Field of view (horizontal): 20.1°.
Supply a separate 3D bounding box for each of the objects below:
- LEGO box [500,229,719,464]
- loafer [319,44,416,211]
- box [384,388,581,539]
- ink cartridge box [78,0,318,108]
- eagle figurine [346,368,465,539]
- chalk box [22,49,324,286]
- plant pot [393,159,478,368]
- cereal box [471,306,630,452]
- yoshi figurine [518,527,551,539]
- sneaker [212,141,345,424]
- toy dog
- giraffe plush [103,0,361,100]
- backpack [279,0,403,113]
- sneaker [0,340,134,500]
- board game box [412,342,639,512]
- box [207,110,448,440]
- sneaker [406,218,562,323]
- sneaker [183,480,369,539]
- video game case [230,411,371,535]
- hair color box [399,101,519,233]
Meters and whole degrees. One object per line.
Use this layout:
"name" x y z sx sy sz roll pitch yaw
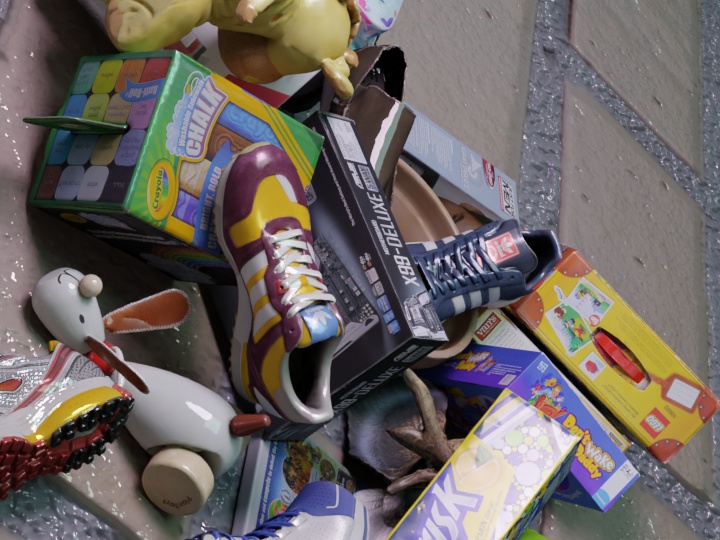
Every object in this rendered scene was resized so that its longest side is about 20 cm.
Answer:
"LEGO box" 0.212 0.066 1.838 0.200 0.077 0.149 45 -2 -14
"loafer" 0.005 -0.115 1.637 0.073 0.071 0.201 33 40 -33
"box" 0.074 0.185 1.462 0.070 0.064 0.200 33 61 16
"ink cartridge box" -0.128 -0.213 1.616 0.200 0.145 0.083 50 -6 -15
"eagle figurine" 0.063 0.158 1.624 0.150 0.200 0.153 7 85 -6
"chalk box" -0.149 -0.082 1.476 0.200 0.124 0.125 30 73 -41
"plant pot" 0.000 0.000 1.687 0.200 0.092 0.202 34 39 -33
"cereal box" 0.144 0.082 1.814 0.200 0.040 0.144 45 1 -24
"yoshi figurine" 0.089 0.266 1.502 0.201 0.111 0.113 -59 145 -25
"sneaker" -0.048 0.010 1.433 0.075 0.090 0.201 -20 116 -33
"toy dog" -0.138 0.077 1.425 0.200 0.096 0.132 39 37 -31
"giraffe plush" -0.075 -0.205 1.518 0.162 0.199 0.174 40 58 -49
"backpack" -0.047 -0.260 1.792 0.178 0.150 0.200 49 29 -16
"sneaker" -0.241 0.101 1.291 0.082 0.078 0.200 43 36 22
"board game box" 0.133 0.126 1.697 0.045 0.200 0.135 -43 105 -15
"box" -0.038 0.005 1.551 0.050 0.157 0.201 9 53 -53
"sneaker" 0.088 -0.005 1.641 0.199 0.084 0.075 -14 77 -50
"sneaker" -0.076 0.206 1.409 0.115 0.080 0.200 47 46 -18
"video game case" -0.018 0.213 1.562 0.200 0.018 0.144 42 36 -28
"hair color box" 0.042 -0.078 1.806 0.200 0.099 0.061 32 41 -38
